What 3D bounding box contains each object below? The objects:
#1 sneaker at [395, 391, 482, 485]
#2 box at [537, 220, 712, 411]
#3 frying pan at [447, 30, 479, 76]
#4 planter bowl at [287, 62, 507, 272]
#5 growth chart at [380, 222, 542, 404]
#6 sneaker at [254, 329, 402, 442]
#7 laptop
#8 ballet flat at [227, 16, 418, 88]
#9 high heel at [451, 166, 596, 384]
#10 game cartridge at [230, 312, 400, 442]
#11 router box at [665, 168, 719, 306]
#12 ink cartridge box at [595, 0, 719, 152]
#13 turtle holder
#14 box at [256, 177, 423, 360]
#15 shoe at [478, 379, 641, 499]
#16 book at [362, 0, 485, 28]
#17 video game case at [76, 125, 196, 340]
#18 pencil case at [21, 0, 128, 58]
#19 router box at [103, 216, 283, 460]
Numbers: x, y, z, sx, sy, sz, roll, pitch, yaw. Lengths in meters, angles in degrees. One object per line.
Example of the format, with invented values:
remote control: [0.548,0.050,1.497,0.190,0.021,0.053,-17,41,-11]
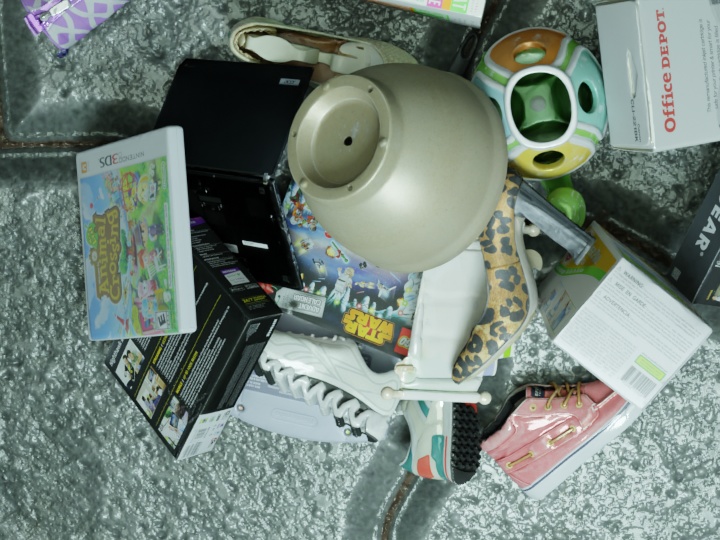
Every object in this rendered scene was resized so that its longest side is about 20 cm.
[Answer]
sneaker: [0.076,0.120,1.425,0.093,0.070,0.200,-1,85,36]
box: [0.246,0.038,1.326,0.112,0.200,0.101,38,101,-5]
frying pan: [0.056,-0.153,1.396,0.115,0.031,0.190,4,91,-10]
planter bowl: [0.017,-0.108,1.277,0.200,0.135,0.200,-10,73,36]
growth chart: [0.106,0.041,1.351,0.145,0.018,0.200,12,94,-29]
sneaker: [-0.048,0.096,1.406,0.200,0.075,0.081,31,78,5]
laptop: [-0.122,-0.100,1.395,0.177,0.103,0.200,10,127,36]
ballet flat: [-0.039,-0.209,1.384,0.200,0.062,0.067,11,101,3]
high heel: [0.112,0.001,1.321,0.143,0.071,0.200,39,104,5]
game cartridge: [-0.059,0.111,1.455,0.200,0.041,0.133,13,97,3]
router box: [0.405,-0.055,1.314,0.157,0.052,0.200,8,118,-28]
ink cartridge box: [0.334,-0.198,1.303,0.200,0.084,0.144,-11,99,-19]
turtle holder: [0.170,-0.143,1.340,0.141,0.132,0.186,15,100,2]
box: [0.000,0.000,1.394,0.200,0.040,0.137,21,92,16]
shoe: [0.215,0.142,1.415,0.091,0.071,0.200,42,105,-8]
book: [0.023,-0.278,1.330,0.200,0.134,0.048,12,101,4]
video game case: [-0.228,-0.033,1.376,0.182,0.022,0.200,-7,87,50]
pencil case: [-0.254,-0.306,1.377,0.200,0.086,0.084,-37,96,9]
router box: [-0.173,0.069,1.386,0.149,0.051,0.200,48,126,27]
